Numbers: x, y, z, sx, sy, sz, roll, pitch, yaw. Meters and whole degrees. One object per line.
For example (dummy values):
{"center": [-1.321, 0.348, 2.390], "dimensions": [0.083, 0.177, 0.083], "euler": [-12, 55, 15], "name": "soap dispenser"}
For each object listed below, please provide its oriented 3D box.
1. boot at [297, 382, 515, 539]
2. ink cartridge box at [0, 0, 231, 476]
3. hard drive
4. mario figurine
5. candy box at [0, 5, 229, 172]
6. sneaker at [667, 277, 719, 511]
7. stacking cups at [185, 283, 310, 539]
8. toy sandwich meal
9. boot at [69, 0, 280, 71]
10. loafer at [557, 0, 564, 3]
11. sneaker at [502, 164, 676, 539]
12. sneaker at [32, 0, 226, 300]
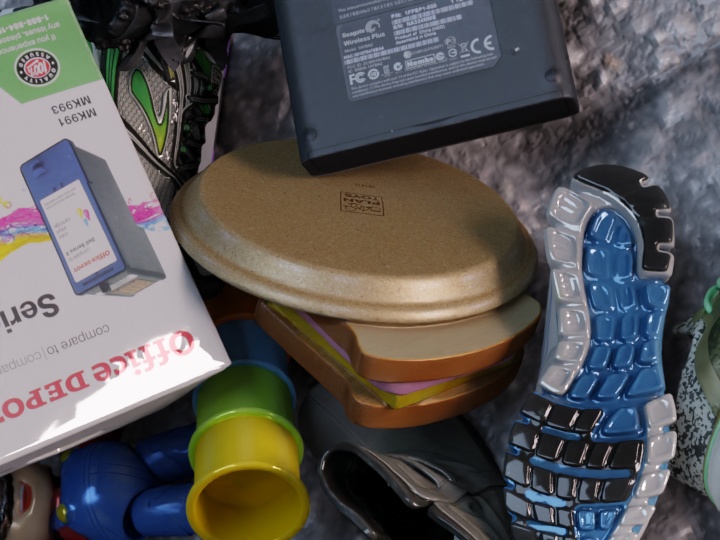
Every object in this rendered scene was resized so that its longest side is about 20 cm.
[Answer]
{"center": [0.019, 0.098, 0.918], "dimensions": [0.200, 0.131, 0.068], "euler": [38, 95, 35], "name": "boot"}
{"center": [-0.173, -0.010, 0.911], "dimensions": [0.088, 0.145, 0.200], "euler": [-27, 85, 59], "name": "ink cartridge box"}
{"center": [0.023, -0.159, 0.969], "dimensions": [0.139, 0.033, 0.200], "euler": [-13, 73, 11], "name": "hard drive"}
{"center": [-0.157, 0.121, 1.030], "dimensions": [0.200, 0.123, 0.106], "euler": [-19, 108, 18], "name": "mario figurine"}
{"center": [-0.187, -0.070, 1.142], "dimensions": [0.200, 0.072, 0.168], "euler": [-2, 73, 31], "name": "candy box"}
{"center": [0.182, 0.018, 0.886], "dimensions": [0.089, 0.077, 0.200], "euler": [14, 77, 46], "name": "sneaker"}
{"center": [-0.058, 0.051, 0.984], "dimensions": [0.060, 0.061, 0.200], "euler": [-31, 35, 20], "name": "stacking cups"}
{"center": [0.000, 0.000, 0.960], "dimensions": [0.205, 0.205, 0.070], "euler": [30, 123, 35], "name": "toy sandwich meal"}
{"center": [-0.104, -0.195, 1.023], "dimensions": [0.073, 0.162, 0.198], "euler": [-44, 64, 41], "name": "boot"}
{"center": [0.034, -0.175, 1.046], "dimensions": [0.200, 0.070, 0.070], "euler": [29, 98, 41], "name": "loafer"}
{"center": [0.114, 0.057, 0.899], "dimensions": [0.075, 0.087, 0.200], "euler": [8, 66, 10], "name": "sneaker"}
{"center": [-0.109, -0.078, 1.021], "dimensions": [0.085, 0.078, 0.200], "euler": [-21, 73, -2], "name": "sneaker"}
